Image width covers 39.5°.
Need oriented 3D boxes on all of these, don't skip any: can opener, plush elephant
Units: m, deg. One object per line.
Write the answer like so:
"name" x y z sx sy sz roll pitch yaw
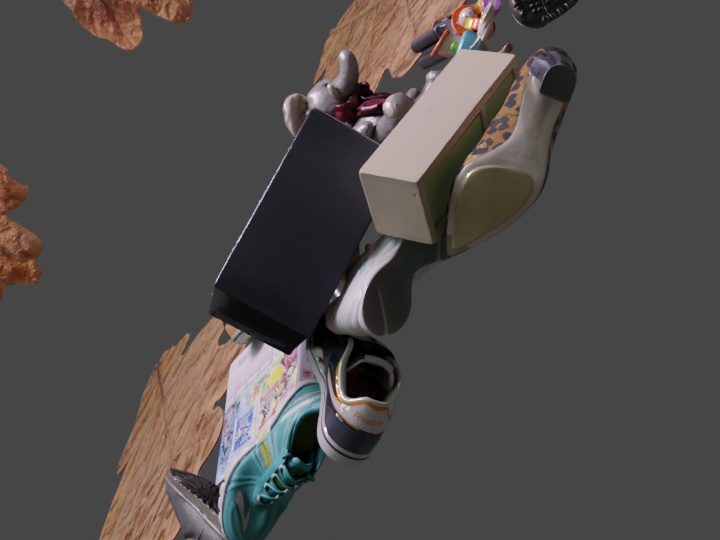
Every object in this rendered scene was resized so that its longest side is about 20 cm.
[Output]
"can opener" 0.132 -0.325 1.383 0.067 0.053 0.200 -30 9 -12
"plush elephant" -0.003 -0.214 1.325 0.165 0.155 0.200 -42 -8 -47

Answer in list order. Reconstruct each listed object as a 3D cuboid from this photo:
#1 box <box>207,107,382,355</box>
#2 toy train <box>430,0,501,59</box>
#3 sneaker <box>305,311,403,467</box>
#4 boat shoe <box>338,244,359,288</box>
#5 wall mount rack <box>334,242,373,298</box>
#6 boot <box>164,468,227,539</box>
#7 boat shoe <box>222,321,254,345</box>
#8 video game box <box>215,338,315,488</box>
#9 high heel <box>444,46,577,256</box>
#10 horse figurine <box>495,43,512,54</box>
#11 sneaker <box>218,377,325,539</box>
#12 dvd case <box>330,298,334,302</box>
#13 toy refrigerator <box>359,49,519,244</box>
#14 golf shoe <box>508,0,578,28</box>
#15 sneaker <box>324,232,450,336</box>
"box" -0.061 -0.032 1.011 0.201 0.104 0.182 -63 5 -14
"toy train" 0.125 -0.291 1.080 0.150 0.055 0.200 102 -172 -51
"sneaker" -0.002 0.092 0.972 0.080 0.078 0.200 -58 25 29
"boat shoe" -0.032 -0.049 1.355 0.065 0.072 0.200 -48 24 41
"wall mount rack" 0.000 0.000 1.140 0.200 0.074 0.174 -54 14 22
"boot" -0.213 0.350 1.156 0.182 0.072 0.201 31 97 52
"boat shoe" -0.127 0.045 1.331 0.075 0.062 0.200 -44 -7 22
"video game box" -0.106 0.147 1.216 0.200 0.047 0.183 -45 29 41
"high heel" 0.138 -0.109 0.924 0.200 0.071 0.143 -59 2 20
"horse figurine" 0.113 -0.166 1.118 0.132 0.050 0.200 -30 31 51
"sneaker" -0.084 0.205 1.051 0.200 0.077 0.080 -60 23 2
"dvd case" -0.094 0.111 1.357 0.146 0.022 0.200 -64 16 -13
"toy refrigerator" 0.085 -0.120 0.947 0.070 0.076 0.200 13 49 32
"golf shoe" 0.197 -0.304 1.081 0.088 0.077 0.200 111 -179 -47
"sneaker" 0.030 -0.011 0.969 0.080 0.071 0.200 -13 28 46
